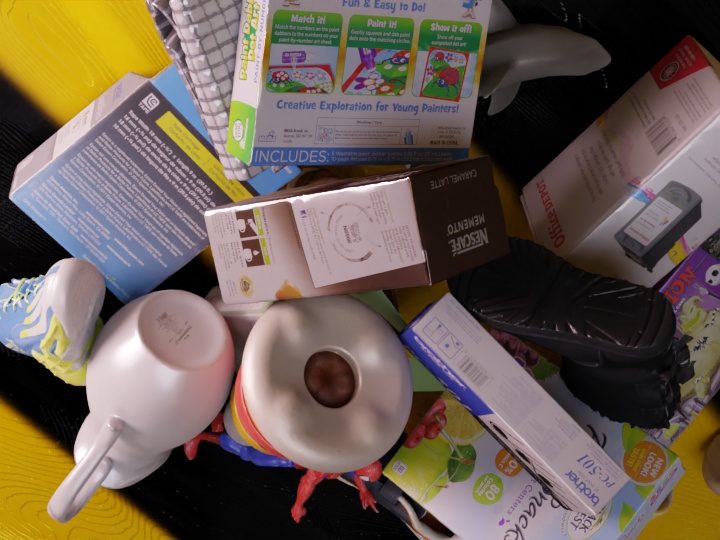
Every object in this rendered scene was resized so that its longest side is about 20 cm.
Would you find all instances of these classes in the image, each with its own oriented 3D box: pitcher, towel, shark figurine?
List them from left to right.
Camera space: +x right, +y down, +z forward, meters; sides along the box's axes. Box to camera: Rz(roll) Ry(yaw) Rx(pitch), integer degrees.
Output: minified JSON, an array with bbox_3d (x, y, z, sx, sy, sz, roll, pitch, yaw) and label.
[{"bbox_3d":[-0.193,0.120,1.199,0.121,0.172,0.200,35,136,1],"label":"pitcher"},{"bbox_3d":[-0.053,-0.180,1.083,0.200,0.086,0.166,-32,122,-19],"label":"towel"},{"bbox_3d":[0.090,-0.139,1.149,0.214,0.090,0.128,-41,114,16],"label":"shark figurine"}]

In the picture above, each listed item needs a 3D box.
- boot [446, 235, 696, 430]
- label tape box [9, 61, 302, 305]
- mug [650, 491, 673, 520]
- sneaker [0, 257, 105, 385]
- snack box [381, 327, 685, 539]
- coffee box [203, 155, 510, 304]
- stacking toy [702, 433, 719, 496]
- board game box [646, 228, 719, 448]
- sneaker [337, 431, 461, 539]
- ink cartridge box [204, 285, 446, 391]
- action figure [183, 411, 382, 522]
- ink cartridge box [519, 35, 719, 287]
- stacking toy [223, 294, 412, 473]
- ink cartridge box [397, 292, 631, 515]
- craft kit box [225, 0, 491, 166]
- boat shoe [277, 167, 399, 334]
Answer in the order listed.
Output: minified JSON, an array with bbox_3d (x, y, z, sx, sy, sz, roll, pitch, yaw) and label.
[{"bbox_3d":[0.170,0.054,1.120,0.198,0.074,0.163,17,159,23],"label":"boot"},{"bbox_3d":[-0.169,-0.085,1.173,0.200,0.063,0.144,-36,117,15],"label":"label tape box"},{"bbox_3d":[0.180,0.207,1.312,0.153,0.186,0.150,-42,81,28],"label":"mug"},{"bbox_3d":[-0.274,0.038,1.194,0.105,0.076,0.200,20,152,3],"label":"sneaker"},{"bbox_3d":[0.148,0.172,1.207,0.169,0.200,0.068,-53,156,-3],"label":"snack box"},{"bbox_3d":[-0.004,-0.029,1.071,0.199,0.114,0.080,-6,99,39],"label":"coffee box"},{"bbox_3d":[0.424,0.238,1.397,0.085,0.085,0.200,-36,120,16],"label":"stacking toy"},{"bbox_3d":[0.296,0.063,1.288,0.120,0.032,0.200,35,99,-18],"label":"board game box"},{"bbox_3d":[0.034,0.185,1.310,0.200,0.079,0.079,39,72,-7],"label":"sneaker"},{"bbox_3d":[-0.036,0.072,1.219,0.200,0.048,0.146,-3,133,46],"label":"ink cartridge box"},{"bbox_3d":[-0.061,0.186,1.280,0.199,0.065,0.099,4,116,34],"label":"action figure"},{"bbox_3d":[0.238,-0.078,1.159,0.086,0.148,0.200,36,113,-21],"label":"ink cartridge box"},{"bbox_3d":[-0.058,0.110,1.166,0.146,0.147,0.200,24,153,-17],"label":"stacking toy"},{"bbox_3d":[0.117,0.106,1.108,0.044,0.094,0.200,-44,89,-9],"label":"ink cartridge box"},{"bbox_3d":[0.005,-0.178,1.043,0.199,0.048,0.198,-2,112,-33],"label":"craft kit box"},{"bbox_3d":[-0.004,0.004,1.216,0.075,0.075,0.203,4,132,44],"label":"boat shoe"}]
